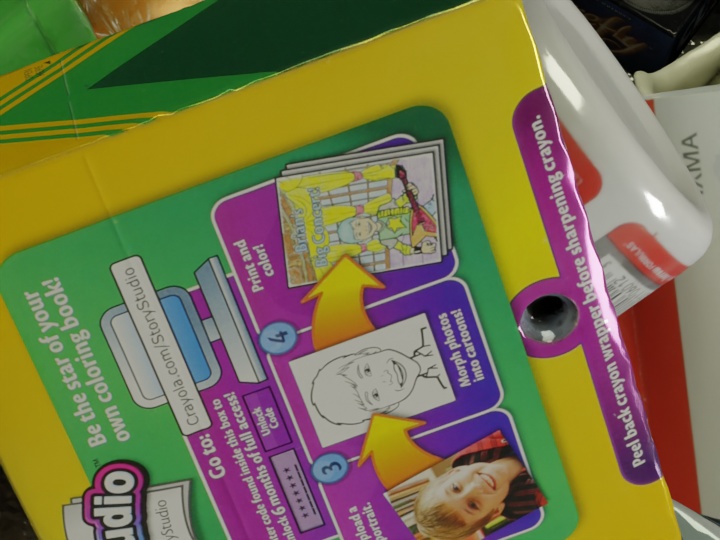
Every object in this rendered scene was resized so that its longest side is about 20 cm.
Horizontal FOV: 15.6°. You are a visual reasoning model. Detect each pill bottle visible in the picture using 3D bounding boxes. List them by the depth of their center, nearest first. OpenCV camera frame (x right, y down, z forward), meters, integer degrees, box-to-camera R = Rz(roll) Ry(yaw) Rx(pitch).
[{"bbox_3d":[0.000,0.000,0.831,0.200,0.116,0.116,-35,63,12],"label":"pill bottle"}]

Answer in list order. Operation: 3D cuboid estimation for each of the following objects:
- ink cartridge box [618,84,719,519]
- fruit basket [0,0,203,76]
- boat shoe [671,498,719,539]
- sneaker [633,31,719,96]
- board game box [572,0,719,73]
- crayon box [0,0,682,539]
[{"bbox_3d":[0.129,0.018,0.882,0.200,0.057,0.163,-8,92,-12],"label":"ink cartridge box"},{"bbox_3d":[-0.039,-0.080,0.810,0.200,0.094,0.185,-24,21,-2],"label":"fruit basket"},{"bbox_3d":[0.118,0.118,0.844,0.200,0.091,0.071,22,87,6],"label":"boat shoe"},{"bbox_3d":[0.184,-0.072,0.942,0.200,0.090,0.067,-25,46,0],"label":"sneaker"},{"bbox_3d":[0.114,-0.181,1.069,0.135,0.035,0.200,31,58,11],"label":"board game box"},{"bbox_3d":[-0.018,0.021,0.733,0.172,0.200,0.058,-19,34,0],"label":"crayon box"}]
